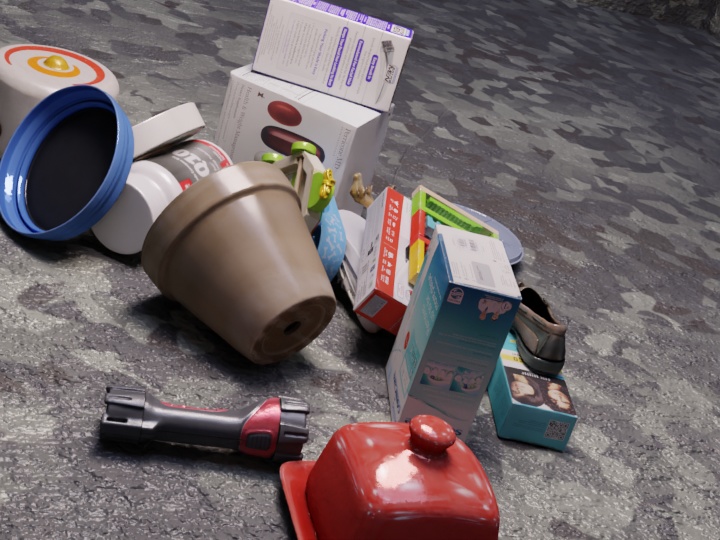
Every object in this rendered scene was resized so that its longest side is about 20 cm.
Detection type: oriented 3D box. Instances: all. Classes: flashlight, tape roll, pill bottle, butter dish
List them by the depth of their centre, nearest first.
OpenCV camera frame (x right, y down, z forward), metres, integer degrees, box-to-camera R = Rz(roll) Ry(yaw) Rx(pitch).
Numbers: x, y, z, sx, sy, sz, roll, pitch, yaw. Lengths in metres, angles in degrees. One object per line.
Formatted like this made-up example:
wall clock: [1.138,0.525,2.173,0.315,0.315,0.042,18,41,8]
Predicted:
butter dish: [0.046,0.200,1.126,0.200,0.148,0.199,9,27,-20]
flashlight: [-0.153,0.147,1.206,0.200,0.068,0.068,9,64,-10]
pill bottle: [-0.251,-0.094,1.567,0.114,0.114,0.200,25,26,15]
tape roll: [-0.298,-0.159,1.602,0.037,0.203,0.203,63,30,-5]

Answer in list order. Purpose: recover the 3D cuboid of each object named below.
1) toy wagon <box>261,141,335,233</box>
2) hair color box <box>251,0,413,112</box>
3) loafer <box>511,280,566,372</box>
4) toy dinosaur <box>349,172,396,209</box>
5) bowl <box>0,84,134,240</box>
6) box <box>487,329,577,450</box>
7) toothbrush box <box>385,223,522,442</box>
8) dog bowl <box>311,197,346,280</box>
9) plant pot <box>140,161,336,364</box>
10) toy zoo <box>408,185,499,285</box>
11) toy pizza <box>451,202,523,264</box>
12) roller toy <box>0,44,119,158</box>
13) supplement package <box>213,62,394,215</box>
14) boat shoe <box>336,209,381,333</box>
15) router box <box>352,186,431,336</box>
toy wagon: [-0.088,-0.084,1.551,0.040,0.155,0.200,22,-22,-34]
hair color box: [-0.038,-0.304,1.688,0.200,0.109,0.065,18,24,-1]
loafer: [0.215,0.051,1.519,0.072,0.063,0.200,8,26,-16]
toy dinosaur: [0.048,-0.057,1.732,0.200,0.058,0.101,50,34,-8]
bowl: [-0.358,-0.129,1.490,0.201,0.201,0.039,39,3,38]
box: [0.198,0.134,1.475,0.082,0.049,0.200,14,25,-9]
toothbrush box: [0.098,0.073,1.357,0.085,0.200,0.146,13,26,-9]
dog bowl: [-0.073,-0.056,1.598,0.050,0.111,0.200,20,34,-32]
plant pot: [-0.122,0.007,1.395,0.200,0.200,0.174,-11,55,-46]
toy zoo: [0.118,-0.009,1.515,0.131,0.020,0.200,29,37,-19]
toy pizza: [0.147,-0.049,1.836,0.200,0.032,0.200,15,24,-7]
roller toy: [-0.432,-0.230,1.694,0.182,0.140,0.200,18,26,1]
supplement package: [-0.090,-0.173,1.741,0.200,0.191,0.147,24,26,14]
boat shoe: [0.000,0.000,1.581,0.072,0.066,0.200,14,33,-36]
router box: [0.085,0.012,1.522,0.179,0.049,0.200,30,37,-19]
